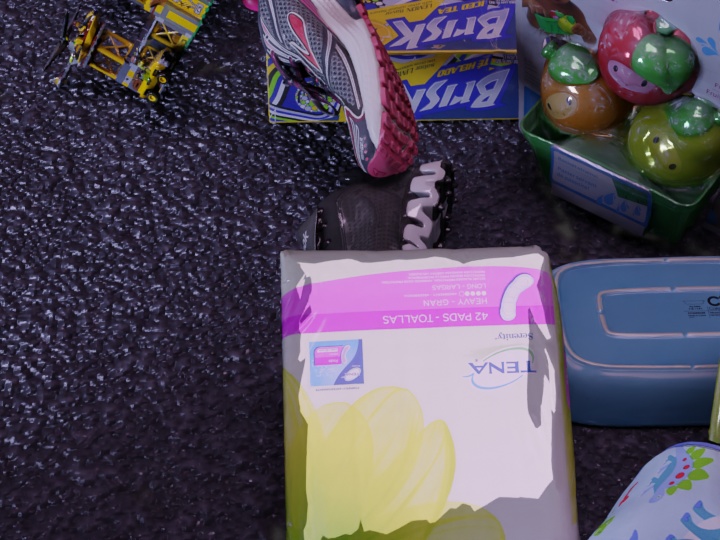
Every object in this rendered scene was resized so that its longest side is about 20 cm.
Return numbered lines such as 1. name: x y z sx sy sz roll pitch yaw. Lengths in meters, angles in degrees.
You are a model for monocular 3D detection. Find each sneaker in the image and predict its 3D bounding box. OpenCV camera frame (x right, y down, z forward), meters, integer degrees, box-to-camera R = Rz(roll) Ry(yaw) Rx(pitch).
1. sneaker: -0.020 -0.137 1.029 0.075 0.081 0.200 -27 57 5
2. sneaker: 0.000 0.000 0.971 0.090 0.067 0.200 7 42 11

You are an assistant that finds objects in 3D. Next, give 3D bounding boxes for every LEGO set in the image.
1. LEGO set: -0.157 -0.226 1.125 0.116 0.154 0.200 28 57 -11

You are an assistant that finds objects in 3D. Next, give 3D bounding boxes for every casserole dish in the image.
1. casserole dish: 0.191 0.037 0.953 0.200 0.039 0.121 0 46 -3

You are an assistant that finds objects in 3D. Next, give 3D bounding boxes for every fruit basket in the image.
1. fruit basket: 0.171 -0.113 0.990 0.185 0.200 0.094 29 66 24

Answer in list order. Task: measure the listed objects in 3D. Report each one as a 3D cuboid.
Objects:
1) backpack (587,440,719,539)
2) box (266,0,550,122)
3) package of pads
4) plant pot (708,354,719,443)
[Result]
1. backpack: 0.158 0.192 0.683 0.183 0.200 0.147 31 52 26
2. box: 0.033 -0.151 1.119 0.200 0.064 0.070 -1 46 -1
3. package of pads: 0.036 0.087 0.835 0.154 0.068 0.200 -1 71 -1
4. plant pot: 0.285 0.074 0.819 0.193 0.201 0.201 8 45 16
